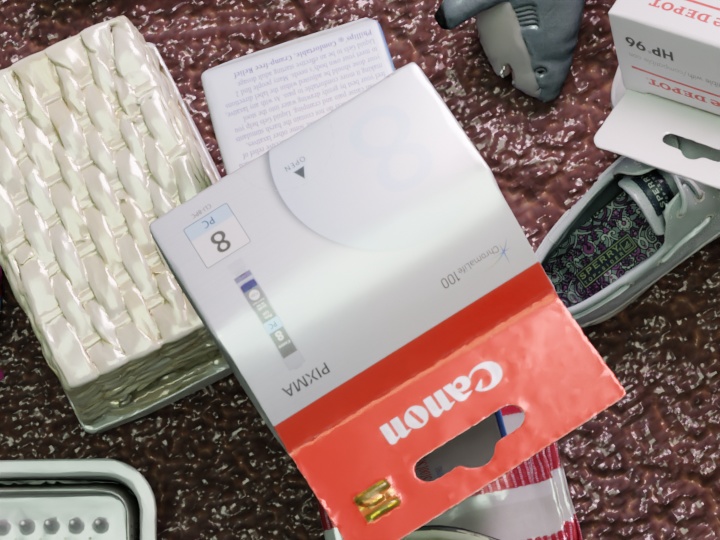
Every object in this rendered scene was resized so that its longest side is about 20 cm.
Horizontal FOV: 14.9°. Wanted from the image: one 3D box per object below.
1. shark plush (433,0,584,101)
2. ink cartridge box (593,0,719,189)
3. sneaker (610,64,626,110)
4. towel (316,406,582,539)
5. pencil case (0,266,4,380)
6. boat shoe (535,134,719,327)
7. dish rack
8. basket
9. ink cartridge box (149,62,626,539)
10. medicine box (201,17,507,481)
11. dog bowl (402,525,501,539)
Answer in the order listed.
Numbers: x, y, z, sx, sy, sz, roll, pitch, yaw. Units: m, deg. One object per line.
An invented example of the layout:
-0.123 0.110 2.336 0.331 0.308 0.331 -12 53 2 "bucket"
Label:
0.124 -0.194 1.561 0.083 0.091 0.201 33 109 2 "shark plush"
0.214 -0.143 1.483 0.116 0.068 0.200 20 62 28 "ink cartridge box"
0.232 -0.135 1.552 0.199 0.075 0.100 -33 44 0 "sneaker"
0.048 0.132 1.565 0.143 0.023 0.201 -13 80 3 "towel"
-0.302 0.018 1.583 0.199 0.088 0.089 4 81 6 "pencil case"
0.168 -0.037 1.524 0.201 0.071 0.070 -45 77 21 "boat shoe"
-0.196 0.209 1.561 0.170 0.044 0.201 -2 80 5 "dish rack"
-0.143 -0.028 1.555 0.135 0.123 0.201 -26 78 -1 "basket"
0.012 0.018 1.356 0.160 0.047 0.200 -31 65 -6 "ink cartridge box"
0.000 0.000 1.491 0.102 0.182 0.201 -18 67 1 "medicine box"
0.042 0.236 1.508 0.199 0.074 0.202 0 91 5 "dog bowl"
